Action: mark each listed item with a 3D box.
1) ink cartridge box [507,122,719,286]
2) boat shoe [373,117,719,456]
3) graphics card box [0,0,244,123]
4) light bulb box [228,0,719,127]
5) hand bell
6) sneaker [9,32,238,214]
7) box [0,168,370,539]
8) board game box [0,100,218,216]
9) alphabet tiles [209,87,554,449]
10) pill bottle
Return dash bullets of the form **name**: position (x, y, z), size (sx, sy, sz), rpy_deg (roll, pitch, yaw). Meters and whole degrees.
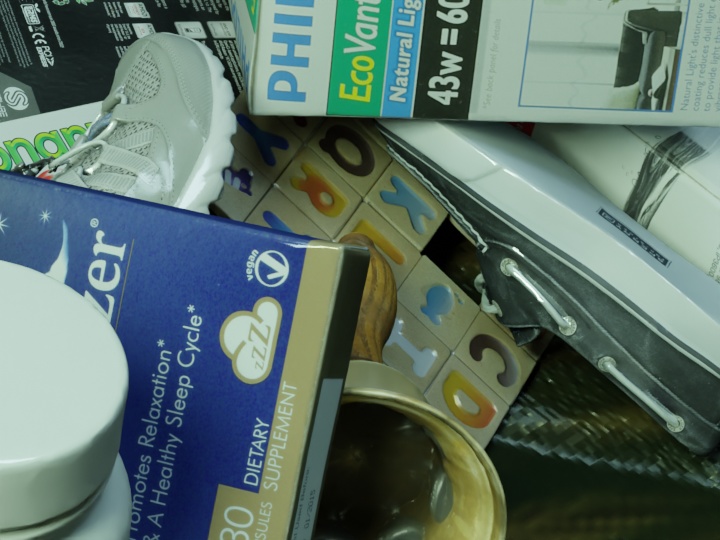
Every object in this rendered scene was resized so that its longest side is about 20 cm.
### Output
- **ink cartridge box**: position (0.160, -0.046, 1.314), size (0.144, 0.084, 0.200), rpy_deg (-22, 50, -39)
- **boat shoe**: position (0.077, -0.001, 1.224), size (0.200, 0.068, 0.072), rpy_deg (37, 17, 6)
- **graphics card box**: position (-0.081, -0.086, 1.313), size (0.199, 0.051, 0.126), rpy_deg (-3, 43, -23)
- **light bulb box**: position (0.047, -0.155, 1.242), size (0.199, 0.125, 0.198), rpy_deg (1, 28, -8)
- **hand bell**: position (-0.002, 0.041, 1.114), size (0.104, 0.105, 0.200), rpy_deg (10, 27, -5)
- **sneaker**: position (-0.103, -0.021, 1.112), size (0.082, 0.075, 0.201), rpy_deg (29, 48, -16)
- **box**: position (-0.103, 0.031, 1.018), size (0.199, 0.122, 0.032), rpy_deg (13, 4, 22)
- **board game box**: position (-0.134, 0.006, 1.152), size (0.200, 0.035, 0.127), rpy_deg (-16, 67, -41)
- **alphabet tiles**: position (0.000, 0.000, 1.212), size (0.167, 0.008, 0.200), rpy_deg (43, 40, -6)
- **pill bottle**: position (-0.134, 0.100, 0.949), size (0.113, 0.201, 0.113), rpy_deg (9, 38, -7)
